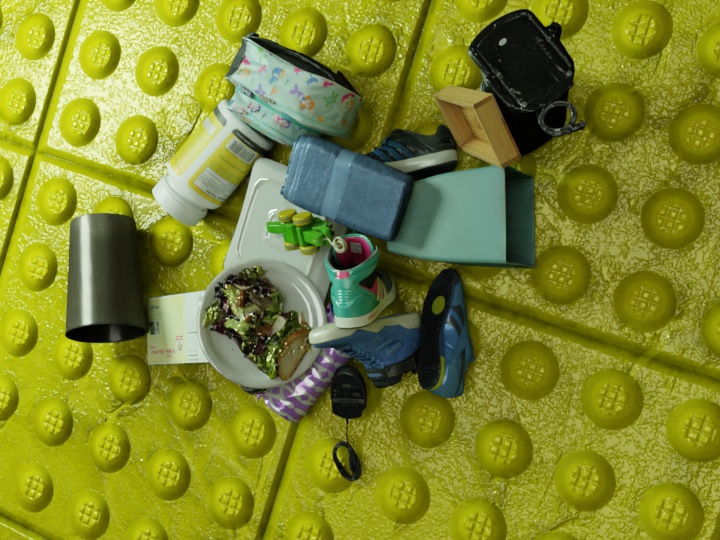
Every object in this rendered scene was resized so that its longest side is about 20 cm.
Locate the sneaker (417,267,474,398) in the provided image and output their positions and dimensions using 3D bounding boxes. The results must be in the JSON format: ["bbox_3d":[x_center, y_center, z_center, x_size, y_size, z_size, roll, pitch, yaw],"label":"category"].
[{"bbox_3d":[0.140,0.098,1.424,0.066,0.078,0.201,-16,62,53],"label":"sneaker"}]

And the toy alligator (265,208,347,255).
[{"bbox_3d":[-0.067,-0.059,1.372,0.200,0.054,0.059,15,124,48],"label":"toy alligator"}]

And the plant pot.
[{"bbox_3d":[0.147,-0.073,1.386,0.199,0.141,0.142,-3,86,28],"label":"plant pot"}]

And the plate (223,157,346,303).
[{"bbox_3d":[-0.122,-0.063,1.465,0.199,0.032,0.201,22,99,25],"label":"plate"}]

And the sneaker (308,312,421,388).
[{"bbox_3d":[0.014,0.129,1.399,0.077,0.200,0.112,-6,90,51],"label":"sneaker"}]

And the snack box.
[{"bbox_3d":[-0.295,0.098,1.534,0.200,0.037,0.117,-7,84,47],"label":"snack box"}]

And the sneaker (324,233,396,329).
[{"bbox_3d":[0.000,0.000,1.384,0.083,0.200,0.121,-3,106,15],"label":"sneaker"}]

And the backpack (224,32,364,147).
[{"bbox_3d":[-0.101,-0.274,1.456,0.200,0.177,0.151,23,96,21],"label":"backpack"}]

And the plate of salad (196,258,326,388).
[{"bbox_3d":[-0.150,0.080,1.399,0.199,0.048,0.201,1,84,-9],"label":"plate of salad"}]

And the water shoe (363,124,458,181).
[{"bbox_3d":[0.052,-0.180,1.445,0.199,0.072,0.079,-8,72,-5],"label":"water shoe"}]

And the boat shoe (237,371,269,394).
[{"bbox_3d":[-0.179,0.096,1.447,0.074,0.060,0.201,-6,85,9],"label":"boat shoe"}]

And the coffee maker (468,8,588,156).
[{"bbox_3d":[0.237,-0.241,1.316,0.134,0.200,0.193,-12,75,7],"label":"coffee maker"}]

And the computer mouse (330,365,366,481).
[{"bbox_3d":[-0.018,0.243,1.461,0.058,0.034,0.201,3,108,9],"label":"computer mouse"}]

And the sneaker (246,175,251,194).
[{"bbox_3d":[-0.096,-0.117,1.515,0.199,0.070,0.076,7,106,24],"label":"sneaker"}]

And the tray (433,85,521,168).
[{"bbox_3d":[0.168,-0.214,1.337,0.037,0.200,0.099,-30,108,-1],"label":"tray"}]

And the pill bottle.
[{"bbox_3d":[-0.250,-0.177,1.537,0.200,0.114,0.114,-46,75,11],"label":"pill bottle"}]

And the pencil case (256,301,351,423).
[{"bbox_3d":[-0.075,0.150,1.474,0.085,0.084,0.200,33,99,-19],"label":"pencil case"}]

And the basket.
[{"bbox_3d":[-0.441,0.012,1.578,0.136,0.180,0.201,-2,77,-14],"label":"basket"}]

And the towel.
[{"bbox_3d":[-0.020,-0.124,1.374,0.200,0.049,0.112,24,106,20],"label":"towel"}]
